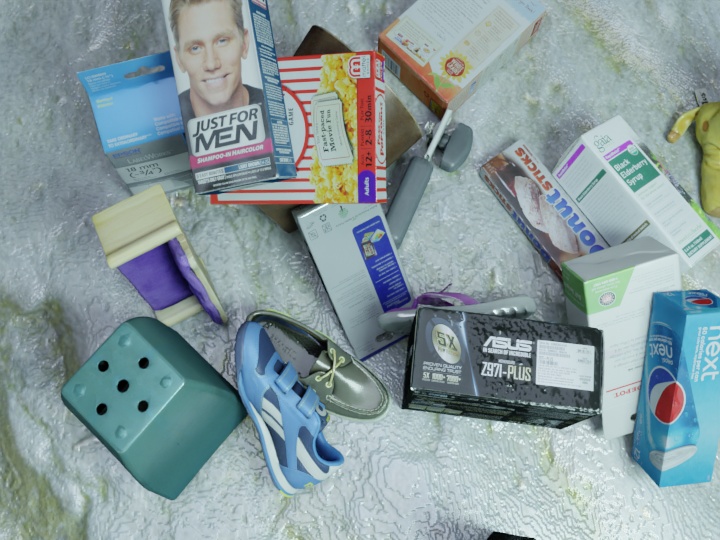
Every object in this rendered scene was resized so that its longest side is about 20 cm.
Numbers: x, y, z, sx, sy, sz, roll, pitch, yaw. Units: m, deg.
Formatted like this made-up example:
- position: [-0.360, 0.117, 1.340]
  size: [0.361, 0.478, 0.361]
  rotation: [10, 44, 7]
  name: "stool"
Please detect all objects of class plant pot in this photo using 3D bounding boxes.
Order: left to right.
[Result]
- position: [-0.223, 0.137, 0.796]
  size: [0.141, 0.201, 0.142]
  rotation: [40, 76, 12]
  name: "plant pot"
- position: [-0.055, -0.152, 0.912]
  size: [0.186, 0.187, 0.201]
  rotation: [42, 92, 12]
  name: "plant pot"

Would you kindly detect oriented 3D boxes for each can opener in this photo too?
- position: [0.083, -0.116, 0.951]
  size: [0.065, 0.053, 0.203]
  rotation: [27, 75, 7]
  name: "can opener"

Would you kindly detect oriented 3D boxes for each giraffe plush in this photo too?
- position: [0.494, -0.179, 0.912]
  size: [0.170, 0.163, 0.203]
  rotation: [-28, 75, -8]
  name: "giraffe plush"

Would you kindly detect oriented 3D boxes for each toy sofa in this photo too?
- position: [-0.218, 0.004, 0.838]
  size: [0.081, 0.201, 0.099]
  rotation: [-25, 68, -8]
  name: "toy sofa"

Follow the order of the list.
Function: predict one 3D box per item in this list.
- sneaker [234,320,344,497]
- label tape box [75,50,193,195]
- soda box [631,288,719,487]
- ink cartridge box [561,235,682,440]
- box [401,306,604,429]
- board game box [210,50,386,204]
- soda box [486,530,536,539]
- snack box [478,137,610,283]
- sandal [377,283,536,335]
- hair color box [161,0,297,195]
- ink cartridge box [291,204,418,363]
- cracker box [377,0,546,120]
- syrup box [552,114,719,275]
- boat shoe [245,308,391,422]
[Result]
- position: [-0.079, 0.146, 0.827]
  size: [0.080, 0.074, 0.205]
  rotation: [-17, 103, 15]
  name: "sneaker"
- position: [-0.232, -0.167, 0.889]
  size: [0.140, 0.201, 0.065]
  rotation: [-15, 72, -4]
  name: "label tape box"
- position: [0.349, 0.128, 0.810]
  size: [0.066, 0.064, 0.206]
  rotation: [-3, 109, -10]
  name: "soda box"
- position: [0.303, 0.079, 0.855]
  size: [0.114, 0.067, 0.205]
  rotation: [-15, 111, -5]
  name: "ink cartridge box"
- position: [0.148, 0.112, 0.823]
  size: [0.194, 0.164, 0.089]
  rotation: [7, 72, 3]
  name: "box"
- position: [-0.070, -0.150, 0.812]
  size: [0.194, 0.046, 0.156]
  rotation: [0, 96, 17]
  name: "board game box"
- position: [0.152, 0.309, 0.742]
  size: [0.063, 0.201, 0.071]
  rotation: [43, 77, 11]
  name: "soda box"
- position: [0.237, -0.070, 0.951]
  size: [0.071, 0.024, 0.202]
  rotation: [-32, 75, -11]
  name: "snack box"
- position: [0.111, 0.043, 0.889]
  size: [0.197, 0.083, 0.051]
  rotation: [-2, 70, -17]
  name: "sandal"
- position: [-0.135, -0.188, 0.770]
  size: [0.097, 0.060, 0.206]
  rotation: [-9, 94, 16]
  name: "hair color box"
- position: [0.000, 0.000, 0.889]
  size: [0.098, 0.039, 0.204]
  rotation: [-25, 112, -10]
  name: "ink cartridge box"
- position: [0.135, -0.320, 1.012]
  size: [0.200, 0.058, 0.134]
  rotation: [-43, 78, -11]
  name: "cracker box"
- position: [0.336, -0.082, 0.918]
  size: [0.078, 0.082, 0.202]
  rotation: [-28, 74, -28]
  name: "syrup box"
- position: [-0.052, 0.111, 0.876]
  size: [0.199, 0.060, 0.073]
  rotation: [30, 75, 9]
  name: "boat shoe"
